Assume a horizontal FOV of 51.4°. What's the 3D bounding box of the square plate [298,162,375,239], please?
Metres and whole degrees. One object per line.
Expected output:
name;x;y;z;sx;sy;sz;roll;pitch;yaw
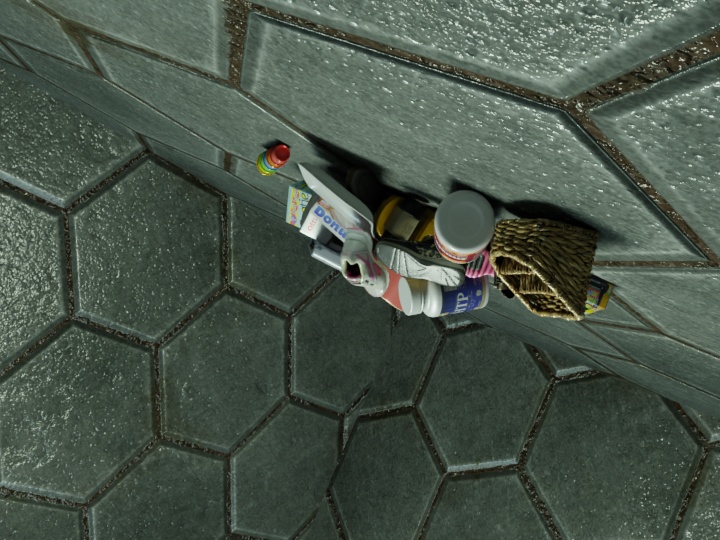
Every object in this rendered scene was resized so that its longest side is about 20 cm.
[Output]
square plate;-0.041;-0.151;1.593;0.197;0.029;0.200;39;176;6

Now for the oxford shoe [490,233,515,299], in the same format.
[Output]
oxford shoe;0.318;-0.004;1.610;0.071;0.086;0.201;9;151;31

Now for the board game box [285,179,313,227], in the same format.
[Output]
board game box;-0.084;-0.153;1.940;0.197;0.106;0.104;24;-150;26

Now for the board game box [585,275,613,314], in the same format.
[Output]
board game box;0.449;0.034;1.640;0.162;0.058;0.200;24;176;8

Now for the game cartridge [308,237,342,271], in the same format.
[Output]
game cartridge;-0.062;-0.035;1.832;0.130;0.042;0.200;23;-173;-9

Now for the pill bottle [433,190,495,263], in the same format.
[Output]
pill bottle;0.193;-0.076;1.416;0.111;0.115;0.200;24;176;8

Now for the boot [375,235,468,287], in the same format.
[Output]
boot;0.146;-0.055;1.584;0.199;0.155;0.075;17;139;16

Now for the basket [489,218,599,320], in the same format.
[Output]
basket;0.295;-0.003;1.282;0.139;0.153;0.200;11;179;-12

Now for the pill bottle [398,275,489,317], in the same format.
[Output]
pill bottle;0.195;0.044;1.767;0.194;0.123;0.119;-9;-175;-15

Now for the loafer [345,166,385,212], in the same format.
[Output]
loafer;-0.003;-0.176;1.629;0.070;0.074;0.200;25;174;16

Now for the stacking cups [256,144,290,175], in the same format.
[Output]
stacking cups;-0.213;-0.270;1.824;0.059;0.062;0.200;26;176;-15

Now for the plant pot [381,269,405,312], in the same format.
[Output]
plant pot;0.118;-0.008;1.887;0.198;0.179;0.201;36;-169;-8

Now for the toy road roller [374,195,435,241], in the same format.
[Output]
toy road roller;0.117;-0.093;1.690;0.198;0.124;0.146;29;-172;-32

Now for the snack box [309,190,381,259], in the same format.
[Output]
snack box;-0.022;-0.099;1.724;0.199;0.072;0.024;41;-154;-4

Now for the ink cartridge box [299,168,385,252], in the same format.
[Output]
ink cartridge box;-0.030;-0.125;1.795;0.196;0.147;0.084;26;-152;-13

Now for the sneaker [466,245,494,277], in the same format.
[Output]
sneaker;0.267;-0.033;1.704;0.196;0.081;0.095;13;-160;-38

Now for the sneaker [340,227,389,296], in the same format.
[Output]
sneaker;0.000;0.000;1.683;0.080;0.089;0.202;7;144;34
